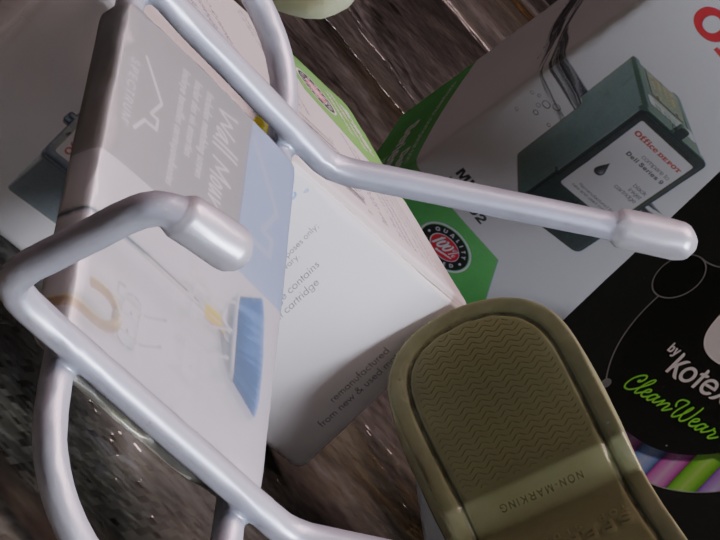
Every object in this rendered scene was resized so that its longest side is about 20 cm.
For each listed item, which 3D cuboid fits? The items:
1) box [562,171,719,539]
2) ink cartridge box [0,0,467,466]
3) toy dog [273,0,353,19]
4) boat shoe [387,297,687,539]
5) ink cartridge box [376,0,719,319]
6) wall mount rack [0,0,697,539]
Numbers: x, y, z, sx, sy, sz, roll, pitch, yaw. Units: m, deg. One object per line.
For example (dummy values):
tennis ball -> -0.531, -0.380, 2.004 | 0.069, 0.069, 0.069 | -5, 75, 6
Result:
box -> 0.152, 0.073, 0.821 | 0.200, 0.149, 0.124 | 32, -19, 51
ink cartridge box -> -0.071, -0.050, 0.767 | 0.200, 0.067, 0.117 | 41, 12, -36
toy dog -> -0.075, -0.164, 0.817 | 0.194, 0.139, 0.200 | 59, -11, 21
boat shoe -> 0.059, 0.098, 0.725 | 0.068, 0.075, 0.200 | 67, 7, -47
ink cartridge box -> 0.114, -0.035, 1.087 | 0.146, 0.200, 0.084 | 46, 39, -10
wall mount rack -> 0.000, 0.000, 0.664 | 0.174, 0.074, 0.200 | 43, 37, -34
